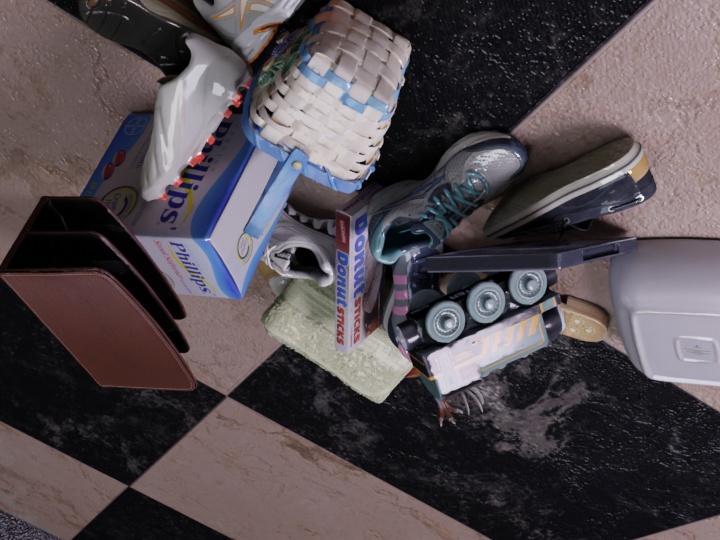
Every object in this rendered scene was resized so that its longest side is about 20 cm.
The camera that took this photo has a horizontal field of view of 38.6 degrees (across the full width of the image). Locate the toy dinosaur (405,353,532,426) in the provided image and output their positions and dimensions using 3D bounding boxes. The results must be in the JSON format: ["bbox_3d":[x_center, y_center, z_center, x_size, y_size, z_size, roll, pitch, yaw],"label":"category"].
[{"bbox_3d":[0.113,0.121,1.317,0.198,0.106,0.182,14,142,16],"label":"toy dinosaur"}]

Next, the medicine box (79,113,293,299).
[{"bbox_3d":[-0.196,-0.076,1.141,0.198,0.183,0.103,3,143,26],"label":"medicine box"}]

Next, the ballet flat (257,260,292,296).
[{"bbox_3d":[-0.059,0.034,1.326,0.198,0.063,0.069,27,150,-7],"label":"ballet flat"}]

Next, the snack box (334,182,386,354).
[{"bbox_3d":[0.000,0.000,1.187,0.024,0.072,0.202,26,134,28],"label":"snack box"}]

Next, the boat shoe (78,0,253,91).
[{"bbox_3d":[-0.182,-0.242,1.001,0.075,0.075,0.199,-24,146,30],"label":"boat shoe"}]

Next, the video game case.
[{"bbox_3d":[0.176,-0.017,1.035,0.142,0.199,0.019,-1,96,35],"label":"video game case"}]

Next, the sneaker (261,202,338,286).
[{"bbox_3d":[-0.100,-0.038,1.216,0.198,0.081,0.076,18,128,16],"label":"sneaker"}]

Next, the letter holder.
[{"bbox_3d":[-0.244,0.027,1.056,0.141,0.101,0.201,1,141,26],"label":"letter holder"}]

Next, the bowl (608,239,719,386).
[{"bbox_3d":[0.366,0.057,1.107,0.198,0.075,0.201,4,142,28],"label":"bowl"}]

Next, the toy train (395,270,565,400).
[{"bbox_3d":[0.137,0.060,1.145,0.085,0.198,0.115,30,141,68],"label":"toy train"}]

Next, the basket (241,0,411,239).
[{"bbox_3d":[-0.043,-0.143,0.975,0.138,0.177,0.201,26,128,-8],"label":"basket"}]

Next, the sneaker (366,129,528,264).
[{"bbox_3d":[0.089,-0.065,1.056,0.199,0.087,0.078,-32,119,31],"label":"sneaker"}]

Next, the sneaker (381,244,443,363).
[{"bbox_3d":[0.073,0.026,1.192,0.069,0.082,0.201,-16,137,-18],"label":"sneaker"}]

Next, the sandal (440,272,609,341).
[{"bbox_3d":[0.185,0.059,1.215,0.209,0.070,0.078,15,146,11],"label":"sandal"}]

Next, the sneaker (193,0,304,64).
[{"bbox_3d":[-0.091,-0.265,0.917,0.092,0.076,0.200,37,143,-14],"label":"sneaker"}]

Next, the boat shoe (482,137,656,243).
[{"bbox_3d":[0.205,-0.066,1.024,0.199,0.075,0.062,-24,116,41],"label":"boat shoe"}]

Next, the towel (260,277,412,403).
[{"bbox_3d":[-0.011,0.065,1.293,0.199,0.149,0.037,34,-170,-12],"label":"towel"}]

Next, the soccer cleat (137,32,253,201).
[{"bbox_3d":[-0.178,-0.149,1.016,0.077,0.069,0.200,38,128,-7],"label":"soccer cleat"}]
